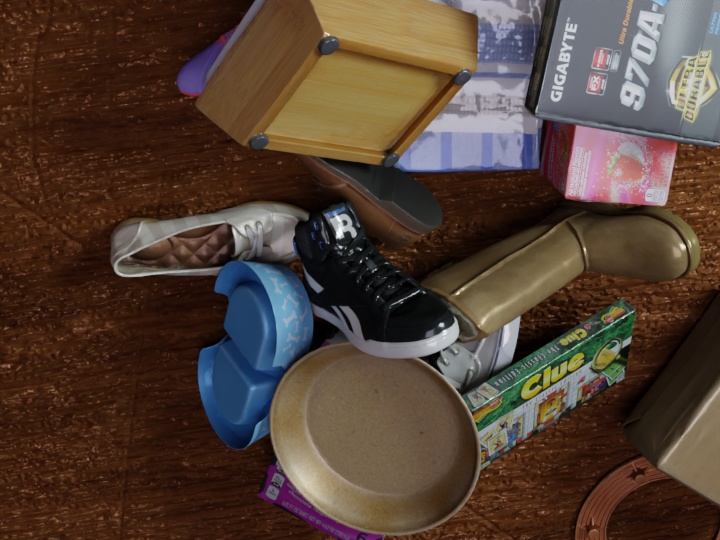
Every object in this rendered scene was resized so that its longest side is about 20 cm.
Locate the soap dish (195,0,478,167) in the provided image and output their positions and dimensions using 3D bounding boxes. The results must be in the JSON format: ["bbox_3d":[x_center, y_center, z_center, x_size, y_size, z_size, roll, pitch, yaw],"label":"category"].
[{"bbox_3d":[-0.012,-0.161,0.908,0.199,0.081,0.157,3,143,-41],"label":"soap dish"}]

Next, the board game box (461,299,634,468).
[{"bbox_3d":[0.179,0.112,1.065,0.200,0.023,0.105,-28,138,-20],"label":"board game box"}]

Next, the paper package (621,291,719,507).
[{"bbox_3d":[0.402,0.150,1.118,0.200,0.104,0.191,30,104,-15],"label":"paper package"}]

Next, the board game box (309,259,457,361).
[{"bbox_3d":[0.034,0.080,1.114,0.199,0.023,0.105,-29,115,8],"label":"board game box"}]

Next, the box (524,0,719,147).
[{"bbox_3d":[0.229,-0.209,0.875,0.158,0.046,0.201,9,107,-7],"label":"box"}]

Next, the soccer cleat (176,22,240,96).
[{"bbox_3d":[-0.069,-0.208,0.953,0.199,0.067,0.077,-19,125,0],"label":"soccer cleat"}]

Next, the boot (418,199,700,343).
[{"bbox_3d":[0.169,0.008,0.973,0.200,0.175,0.066,-28,113,-27],"label":"boot"}]

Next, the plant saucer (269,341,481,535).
[{"bbox_3d":[0.015,0.148,1.012,0.199,0.035,0.201,7,115,15],"label":"plant saucer"}]

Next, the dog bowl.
[{"bbox_3d":[-0.099,0.078,1.051,0.049,0.112,0.201,-12,134,-35],"label":"dog bowl"}]

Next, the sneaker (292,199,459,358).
[{"bbox_3d":[0.000,0.000,0.956,0.073,0.200,0.112,-28,117,-27],"label":"sneaker"}]

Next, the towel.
[{"bbox_3d":[0.100,-0.183,1.001,0.146,0.024,0.201,0,114,-3],"label":"towel"}]

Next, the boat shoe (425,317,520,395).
[{"bbox_3d":[0.099,0.091,1.078,0.070,0.071,0.201,10,120,-12],"label":"boat shoe"}]

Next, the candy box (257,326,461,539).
[{"bbox_3d":[-0.004,0.168,1.084,0.136,0.061,0.201,27,119,7],"label":"candy box"}]

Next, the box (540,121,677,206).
[{"bbox_3d":[0.224,-0.166,0.966,0.095,0.100,0.201,4,108,-6],"label":"box"}]

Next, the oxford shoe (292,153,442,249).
[{"bbox_3d":[-0.022,-0.085,1.016,0.200,0.071,0.071,39,130,-14],"label":"oxford shoe"}]

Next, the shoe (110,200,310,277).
[{"bbox_3d":[-0.137,-0.022,1.041,0.199,0.053,0.070,-6,114,-1],"label":"shoe"}]

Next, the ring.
[{"bbox_3d":[0.337,0.287,1.228,0.199,0.019,0.201,-1,115,-3],"label":"ring"}]
